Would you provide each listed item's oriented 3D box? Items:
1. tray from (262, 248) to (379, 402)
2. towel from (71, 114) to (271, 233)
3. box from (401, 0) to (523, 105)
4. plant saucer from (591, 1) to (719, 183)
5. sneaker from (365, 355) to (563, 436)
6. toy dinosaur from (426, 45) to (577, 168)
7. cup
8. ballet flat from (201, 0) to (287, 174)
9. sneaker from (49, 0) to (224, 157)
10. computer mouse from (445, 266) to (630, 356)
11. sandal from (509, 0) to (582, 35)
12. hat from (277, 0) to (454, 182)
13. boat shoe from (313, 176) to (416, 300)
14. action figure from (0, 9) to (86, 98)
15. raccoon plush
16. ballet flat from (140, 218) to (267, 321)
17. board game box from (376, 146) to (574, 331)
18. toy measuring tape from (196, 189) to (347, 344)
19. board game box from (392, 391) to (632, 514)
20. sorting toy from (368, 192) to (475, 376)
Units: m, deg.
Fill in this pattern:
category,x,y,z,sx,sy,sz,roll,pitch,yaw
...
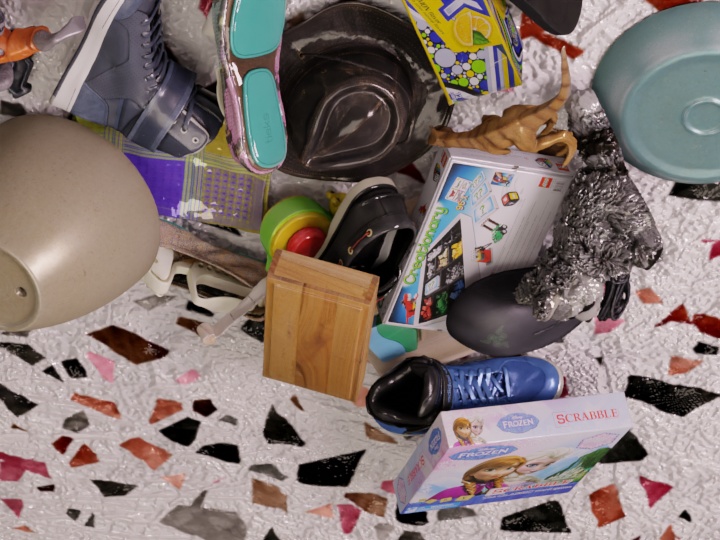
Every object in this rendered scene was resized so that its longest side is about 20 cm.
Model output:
category,x,y,z,sx,sy,sz,roll,pitch,yaw
tray,-0.041,0.057,1.559,0.099,0.037,0.200,16,150,5
towel,-0.178,-0.102,1.554,0.200,0.023,0.144,11,134,-4
box,0.073,-0.239,1.366,0.070,0.064,0.200,-14,131,19
plant saucer,0.304,-0.145,1.448,0.200,0.036,0.200,4,133,4
sneaker,0.103,0.125,1.667,0.200,0.077,0.111,-9,166,13
toy dinosaur,0.142,-0.125,1.400,0.106,0.060,0.200,4,163,-40
cup,-0.307,-0.024,1.524,0.200,0.143,0.200,12,127,16
ballet flat,-0.103,-0.183,1.418,0.071,0.069,0.200,15,113,48
sneaker,-0.170,-0.186,1.426,0.146,0.077,0.202,29,135,-9
computer mouse,0.180,0.032,1.560,0.200,0.053,0.139,-18,137,-14
sandal,0.128,-0.251,1.316,0.045,0.075,0.200,7,167,46
hat,-0.013,-0.134,1.452,0.200,0.081,0.201,0,130,0
boat shoe,-0.003,0.000,1.536,0.074,0.063,0.201,-9,146,-27
action figure,-0.356,-0.214,1.409,0.200,0.105,0.193,38,133,-21
raccoon plush,0.182,-0.049,1.477,0.134,0.097,0.200,-25,92,-1
ballet flat,-0.170,-0.001,1.615,0.200,0.067,0.068,18,139,-9
board game box,0.106,-0.026,1.545,0.126,0.035,0.200,8,126,-20
toy measuring tape,-0.090,-0.012,1.567,0.200,0.074,0.074,-39,123,2
board game box,0.154,0.191,1.698,0.200,0.041,0.200,-5,154,-16
sorting toy,0.048,0.025,1.637,0.185,0.036,0.200,-22,127,25
